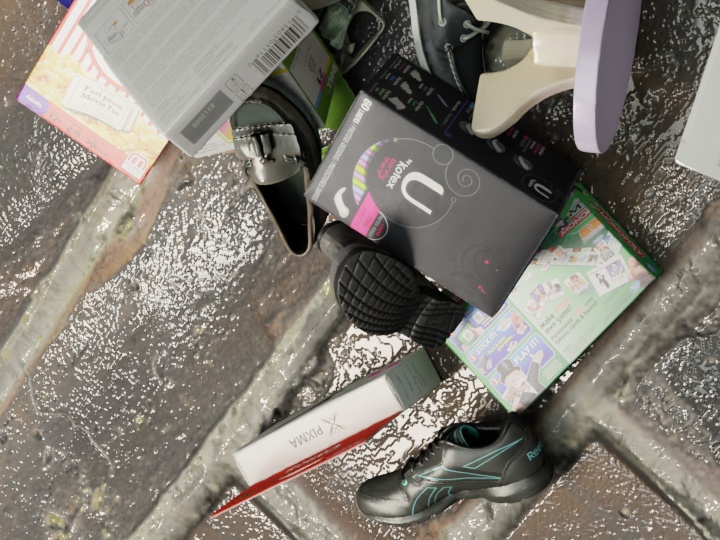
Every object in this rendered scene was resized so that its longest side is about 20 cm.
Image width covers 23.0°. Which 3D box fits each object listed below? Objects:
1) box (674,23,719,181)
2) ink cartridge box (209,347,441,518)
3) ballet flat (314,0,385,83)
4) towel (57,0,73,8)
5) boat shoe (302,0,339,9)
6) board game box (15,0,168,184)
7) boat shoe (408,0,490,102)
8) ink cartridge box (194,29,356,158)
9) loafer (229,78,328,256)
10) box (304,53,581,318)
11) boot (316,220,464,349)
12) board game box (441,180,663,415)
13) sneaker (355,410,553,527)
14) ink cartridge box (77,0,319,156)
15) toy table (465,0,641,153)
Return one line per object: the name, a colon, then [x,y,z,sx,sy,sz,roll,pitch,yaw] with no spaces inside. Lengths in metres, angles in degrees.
box: [0.382,-0.152,1.406,0.198,0.130,0.201,24,113,20]
ink cartridge box: [-0.041,0.153,1.675,0.199,0.173,0.044,-29,89,29]
ballet flat: [0.000,-0.254,1.622,0.074,0.074,0.201,34,117,15]
towel: [-0.298,-0.353,1.754,0.199,0.049,0.148,39,124,13]
boat shoe: [-0.081,-0.266,1.582,0.200,0.061,0.072,-13,140,23]
board game box: [-0.223,-0.207,1.724,0.151,0.046,0.201,33,117,-7]
boat shoe: [0.082,-0.231,1.572,0.060,0.075,0.202,-16,96,35]
ink cartridge box: [-0.085,-0.143,1.619,0.146,0.076,0.200,-11,136,28]
loafer: [-0.068,-0.088,1.573,0.071,0.063,0.201,-2,146,17]
box: [0.072,-0.075,1.540,0.199,0.106,0.123,32,121,2]
boot: [0.000,0.000,1.590,0.070,0.200,0.132,-49,57,3]
board game box: [0.163,0.022,1.621,0.135,0.029,0.200,48,119,10]
sneaker: [0.081,0.183,1.673,0.198,0.076,0.080,-16,115,20]
ink cartridge box: [-0.145,-0.214,1.534,0.160,0.047,0.200,-46,47,6]
toy table: [0.164,-0.201,1.490,0.116,0.184,0.202,7,66,20]
